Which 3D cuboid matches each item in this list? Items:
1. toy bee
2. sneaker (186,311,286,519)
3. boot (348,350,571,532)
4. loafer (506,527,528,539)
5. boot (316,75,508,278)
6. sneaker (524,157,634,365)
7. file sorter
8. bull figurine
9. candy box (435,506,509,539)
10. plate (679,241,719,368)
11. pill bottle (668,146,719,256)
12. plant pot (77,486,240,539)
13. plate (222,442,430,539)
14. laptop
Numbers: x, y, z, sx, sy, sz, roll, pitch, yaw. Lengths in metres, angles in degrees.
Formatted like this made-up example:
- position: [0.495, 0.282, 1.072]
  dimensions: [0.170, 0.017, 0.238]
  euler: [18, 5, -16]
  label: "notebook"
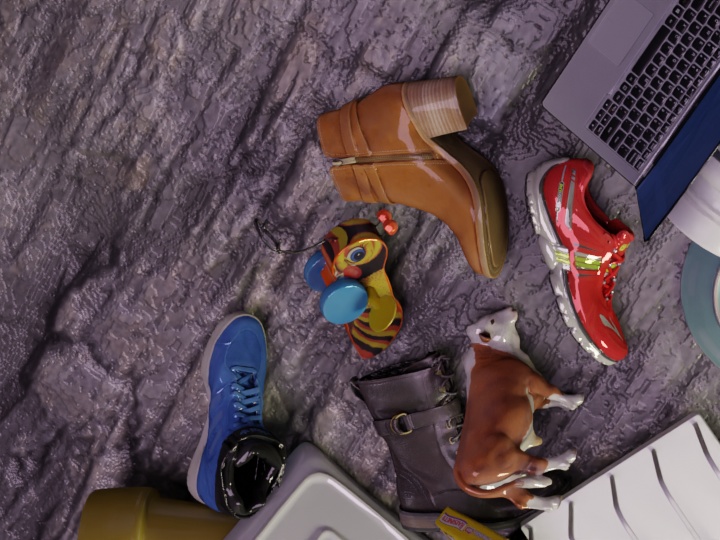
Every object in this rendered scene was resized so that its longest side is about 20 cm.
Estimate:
- position: [0.000, 0.000, 1.487]
  dimensions: [0.108, 0.200, 0.131]
  euler: [-33, 64, 5]
  label: "toy bee"
- position: [-0.112, 0.147, 1.564]
  dimensions: [0.111, 0.076, 0.201]
  euler: [15, 92, 54]
  label: "sneaker"
- position: [0.095, 0.163, 1.542]
  dimensions: [0.199, 0.069, 0.175]
  euler: [-10, 101, 21]
  label: "boot"
- position: [0.209, 0.269, 1.528]
  dimensions: [0.199, 0.076, 0.068]
  euler: [-27, 89, 24]
  label: "loafer"
- position: [0.050, -0.079, 1.490]
  dimensions: [0.154, 0.074, 0.201]
  euler: [-12, 98, 26]
  label: "boot"
- position: [0.215, -0.009, 1.447]
  dimensions: [0.084, 0.077, 0.201]
  euler: [-18, 100, 17]
  label: "sneaker"
- position: [0.264, 0.252, 1.421]
  dimensions: [0.199, 0.125, 0.139]
  euler: [-34, 96, 12]
  label: "file sorter"
- position: [0.144, 0.132, 1.478]
  dimensions: [0.121, 0.201, 0.065]
  euler: [16, 147, -1]
  label: "bull figurine"
- position: [0.154, 0.306, 1.476]
  dimensions: [0.200, 0.026, 0.102]
  euler: [52, 161, -26]
  label: "candy box"
- position: [0.389, 0.022, 1.422]
  dimensions: [0.199, 0.026, 0.202]
  euler: [5, 107, 16]
  label: "plate"
- position: [0.350, -0.113, 1.344]
  dimensions: [0.119, 0.120, 0.200]
  euler: [36, 114, 6]
  label: "pill bottle"
- position: [-0.180, 0.320, 1.625]
  dimensions: [0.187, 0.201, 0.202]
  euler: [-5, 105, 3]
  label: "plant pot"
- position: [-0.032, 0.293, 1.561]
  dimensions: [0.200, 0.200, 0.032]
  euler: [38, 147, 5]
  label: "plate"
- position: [0.248, -0.160, 1.336]
  dimensions: [0.200, 0.116, 0.188]
  euler: [45, 116, 24]
  label: "laptop"
